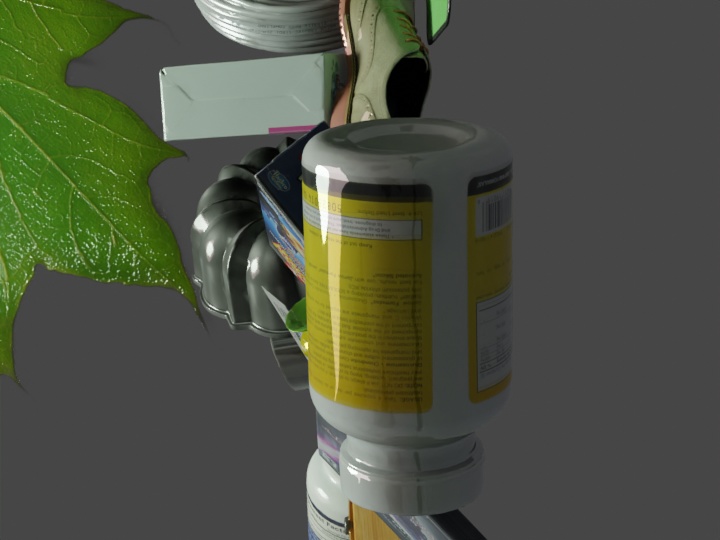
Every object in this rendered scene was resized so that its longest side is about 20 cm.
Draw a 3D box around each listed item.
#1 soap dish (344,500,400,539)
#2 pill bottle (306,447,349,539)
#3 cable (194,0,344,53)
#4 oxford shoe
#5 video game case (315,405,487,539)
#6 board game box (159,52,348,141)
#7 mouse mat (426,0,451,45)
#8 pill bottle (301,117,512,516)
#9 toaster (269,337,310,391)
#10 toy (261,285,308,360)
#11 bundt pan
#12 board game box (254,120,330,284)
[{"bbox_3d":[0.029,0.228,1.304,0.200,0.081,0.158,-94,3,-50],"label":"soap dish"},{"bbox_3d":[0.005,0.221,1.488,0.111,0.111,0.200,-96,4,-51],"label":"pill bottle"},{"bbox_3d":[-0.054,-0.265,1.378,0.069,0.200,0.200,83,-159,-45],"label":"cable"},{"bbox_3d":[0.029,-0.172,1.220,0.074,0.071,0.200,-11,71,45],"label":"oxford shoe"},{"bbox_3d":[0.025,0.147,1.026,0.143,0.019,0.200,45,169,11],"label":"video game case"},{"bbox_3d":[-0.054,-0.145,1.325,0.200,0.147,0.064,-17,-74,-65],"label":"board game box"},{"bbox_3d":[0.053,-0.269,1.148,0.161,0.008,0.200,-135,42,-86],"label":"mouse mat"},{"bbox_3d":[0.026,0.024,0.855,0.112,0.112,0.200,-101,10,-73],"label":"pill bottle"},{"bbox_3d":[-0.023,0.014,1.452,0.181,0.118,0.200,71,-171,-72],"label":"toaster"},{"bbox_3d":[0.021,0.088,1.009,0.200,0.047,0.115,54,169,-33],"label":"toy"},{"bbox_3d":[-0.046,-0.041,1.281,0.202,0.201,0.076,-96,-6,-51],"label":"bundt pan"},{"bbox_3d":[0.000,0.000,1.112,0.200,0.062,0.200,52,173,-6],"label":"board game box"}]
